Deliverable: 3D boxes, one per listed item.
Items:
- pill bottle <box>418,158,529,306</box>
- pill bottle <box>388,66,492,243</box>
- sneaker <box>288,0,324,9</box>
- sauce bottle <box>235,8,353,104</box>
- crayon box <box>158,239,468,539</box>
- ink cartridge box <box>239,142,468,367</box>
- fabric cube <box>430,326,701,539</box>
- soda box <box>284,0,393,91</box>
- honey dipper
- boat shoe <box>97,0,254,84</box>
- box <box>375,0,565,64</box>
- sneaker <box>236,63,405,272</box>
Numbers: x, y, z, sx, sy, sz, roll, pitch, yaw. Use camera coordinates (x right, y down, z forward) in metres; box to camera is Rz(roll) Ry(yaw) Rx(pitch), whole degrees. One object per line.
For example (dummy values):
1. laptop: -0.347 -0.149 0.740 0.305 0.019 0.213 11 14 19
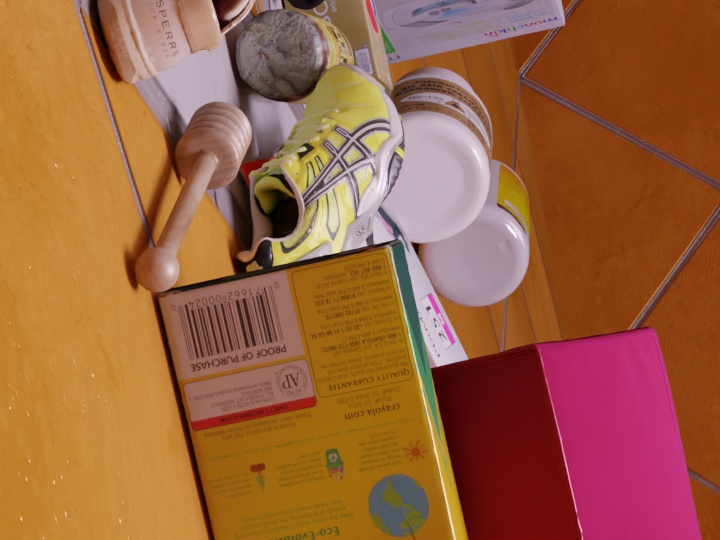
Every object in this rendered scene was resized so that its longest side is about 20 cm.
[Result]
1. pill bottle: 0.116 -0.047 2.146 0.200 0.109 0.109 -77 153 -68
2. pill bottle: 0.059 -0.110 1.875 0.200 0.114 0.115 -79 154 -68
3. sneaker: -0.049 -0.246 1.537 0.200 0.078 0.090 44 38 -73
4. sauce bottle: -0.039 -0.149 1.501 0.200 0.065 0.065 -29 106 -80
5. crayon box: -0.020 0.095 1.105 0.051 0.127 0.200 -25 103 -80
6. ink cartridge box: 0.000 0.000 1.432 0.200 0.043 0.174 63 13 -1
7. fabric cube: 0.070 0.149 1.226 0.199 0.200 0.197 -5 83 -64
8. soda box: -0.029 -0.235 1.677 0.068 0.064 0.200 18 61 -79
9. honey dipper: -0.093 -0.039 1.140 0.200 0.038 0.038 -72 149 -64
10. boat shoe: -0.092 -0.155 1.178 0.200 0.069 0.074 -82 157 -65
11. box: 0.062 -0.260 1.835 0.176 0.200 0.097 49 30 -73
12. sneaker: -0.026 -0.059 1.343 0.076 0.075 0.200 39 43 -34
